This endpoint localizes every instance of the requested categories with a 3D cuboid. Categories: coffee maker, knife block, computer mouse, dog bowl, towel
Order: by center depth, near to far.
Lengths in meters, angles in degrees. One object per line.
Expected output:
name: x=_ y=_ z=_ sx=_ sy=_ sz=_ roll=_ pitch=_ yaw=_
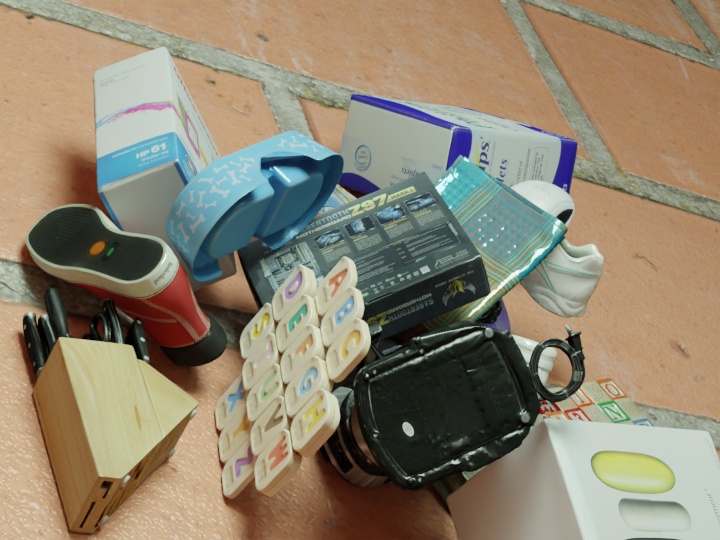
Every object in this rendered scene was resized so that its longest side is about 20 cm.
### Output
knife block: x=-0.229 y=0.099 z=1.374 sx=0.175 sy=0.064 sz=0.200 roll=34 pitch=30 yaw=6
coffee maker: x=0.071 y=0.119 z=1.440 sx=0.190 sy=0.136 sz=0.200 roll=1 pitch=-8 yaw=-10
dog bowl: x=-0.095 y=-0.062 z=1.506 sx=0.050 sy=0.112 sz=0.199 roll=42 pitch=37 yaw=17
towel: x=0.082 y=-0.014 z=1.619 sx=0.200 sy=0.022 sz=0.146 roll=-41 pitch=58 yaw=-20
computer mouse: x=0.134 y=-0.031 z=1.662 sx=0.109 sy=0.044 sz=0.200 roll=30 pitch=60 yaw=27

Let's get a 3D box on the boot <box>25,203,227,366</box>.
boot: x=-0.207 y=0.021 z=1.519 sx=0.199 sy=0.073 sz=0.145 roll=22 pitch=-27 yaw=43

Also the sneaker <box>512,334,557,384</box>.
sneaker: x=0.117 y=0.106 z=1.640 sx=0.075 sy=0.089 sz=0.200 roll=18 pitch=-6 yaw=-17

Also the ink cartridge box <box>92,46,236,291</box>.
ink cartridge box: x=-0.187 y=-0.094 z=1.609 sx=0.201 sy=0.084 sz=0.145 roll=-105 pitch=173 yaw=-51

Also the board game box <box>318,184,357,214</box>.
board game box: x=-0.011 y=-0.035 z=1.721 sx=0.199 sy=0.035 sz=0.136 roll=36 pitch=19 yaw=-14

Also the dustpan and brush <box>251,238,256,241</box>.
dustpan and brush: x=-0.056 y=-0.006 z=1.690 sx=0.138 sy=0.057 sz=0.201 roll=18 pitch=33 yaw=-22

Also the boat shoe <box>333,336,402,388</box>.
boat shoe: x=-0.004 y=0.074 z=1.605 sx=0.198 sy=0.074 sz=0.067 roll=11 pitch=38 yaw=-31

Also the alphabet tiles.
alphabet tiles: x=-0.062 y=0.088 z=1.412 sx=0.015 sy=0.196 sz=0.201 roll=29 pitch=28 yaw=-28

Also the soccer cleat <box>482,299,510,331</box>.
soccer cleat: x=0.119 y=0.014 z=1.767 sx=0.066 sy=0.077 sz=0.200 roll=20 pitch=16 yaw=-15

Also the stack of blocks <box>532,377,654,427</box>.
stack of blocks: x=0.209 y=0.176 z=1.667 sx=0.199 sy=0.059 sz=0.115 roll=-6 pitch=46 yaw=-47

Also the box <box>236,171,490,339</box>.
box: x=0.000 y=0.000 z=1.557 sx=0.198 sy=0.051 sz=0.158 roll=-22 pitch=38 yaw=-7

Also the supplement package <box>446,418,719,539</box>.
supplement package: x=0.212 y=0.246 z=1.439 sx=0.198 sy=0.147 sz=0.193 roll=7 pitch=53 yaw=-36

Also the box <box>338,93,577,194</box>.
box: x=0.107 y=-0.122 z=1.901 sx=0.198 sy=0.106 sz=0.183 roll=1 pitch=14 yaw=-41

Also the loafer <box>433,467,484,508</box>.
loafer: x=0.101 y=0.173 z=1.560 sx=0.200 sy=0.070 sz=0.075 roll=41 pitch=31 yaw=17

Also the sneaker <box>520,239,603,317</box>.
sneaker: x=0.156 y=-0.031 z=1.736 sx=0.199 sy=0.081 sz=0.071 roll=26 pitch=32 yaw=-2
